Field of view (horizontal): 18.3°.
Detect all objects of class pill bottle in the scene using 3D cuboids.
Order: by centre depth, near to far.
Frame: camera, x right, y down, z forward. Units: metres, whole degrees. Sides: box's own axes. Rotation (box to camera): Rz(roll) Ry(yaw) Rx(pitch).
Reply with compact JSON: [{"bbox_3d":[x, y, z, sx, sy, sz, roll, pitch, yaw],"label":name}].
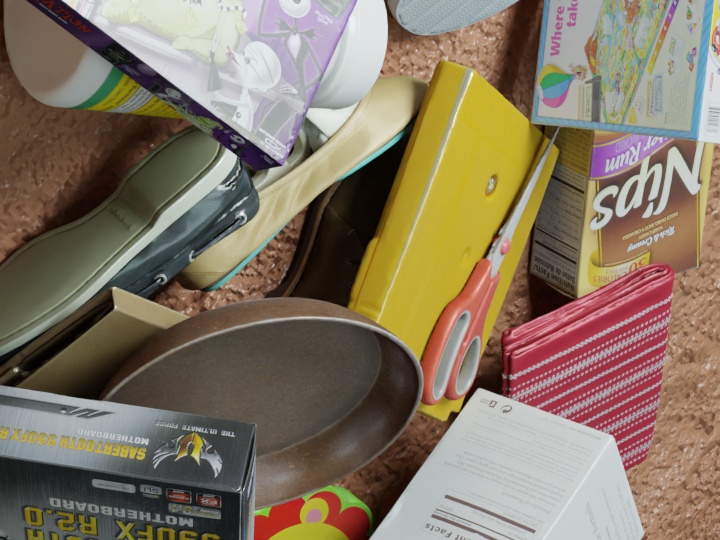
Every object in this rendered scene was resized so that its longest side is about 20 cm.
[{"bbox_3d":[-0.087,-0.139,1.244,0.200,0.113,0.113,2,109,-38],"label":"pill bottle"}]

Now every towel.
[{"bbox_3d":[0.152,0.090,1.560,0.144,0.022,0.200,-24,140,-23],"label":"towel"}]

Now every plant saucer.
[{"bbox_3d":[-0.064,0.075,1.277,0.200,0.035,0.200,-12,145,-9],"label":"plant saucer"}]

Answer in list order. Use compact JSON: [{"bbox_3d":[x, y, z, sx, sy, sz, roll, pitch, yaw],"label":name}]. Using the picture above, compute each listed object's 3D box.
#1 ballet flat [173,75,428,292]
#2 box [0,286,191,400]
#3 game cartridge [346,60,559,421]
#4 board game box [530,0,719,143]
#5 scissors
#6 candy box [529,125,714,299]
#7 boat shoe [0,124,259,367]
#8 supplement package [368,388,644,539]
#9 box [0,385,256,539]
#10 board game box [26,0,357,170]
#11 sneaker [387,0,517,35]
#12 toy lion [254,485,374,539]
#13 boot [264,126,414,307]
[{"bbox_3d":[-0.042,-0.068,1.346,0.200,0.069,0.063,-42,116,-16],"label":"ballet flat"},{"bbox_3d":[-0.129,0.084,1.313,0.163,0.021,0.200,-36,142,25],"label":"box"},{"bbox_3d":[0.054,-0.013,1.407,0.200,0.032,0.176,-67,154,-5],"label":"game cartridge"},{"bbox_3d":[0.176,-0.184,1.382,0.034,0.134,0.201,1,97,-46],"label":"board game box"},{"bbox_3d":[0.083,-0.006,1.417,0.073,0.014,0.201,24,87,-63],"label":"scissors"},{"bbox_3d":[0.183,-0.090,1.515,0.116,0.056,0.201,-14,120,-33],"label":"candy box"},{"bbox_3d":[-0.141,0.000,1.281,0.199,0.075,0.066,-42,131,-3],"label":"boat shoe"},{"bbox_3d":[0.080,0.197,1.442,0.200,0.109,0.114,-52,141,-26],"label":"supplement package"},{"bbox_3d":[-0.159,0.134,1.246,0.159,0.199,0.048,96,4,-50],"label":"box"},{"bbox_3d":[-0.095,-0.154,1.151,0.200,0.032,0.120,35,62,-31],"label":"board game box"},{"bbox_3d":[0.095,-0.225,1.377,0.200,0.071,0.073,-38,136,10],"label":"sneaker"},{"bbox_3d":[-0.050,0.239,1.491,0.192,0.069,0.200,35,88,-35],"label":"toy lion"},{"bbox_3d":[0.000,0.000,1.403,0.074,0.075,0.200,30,90,-40],"label":"boot"}]
